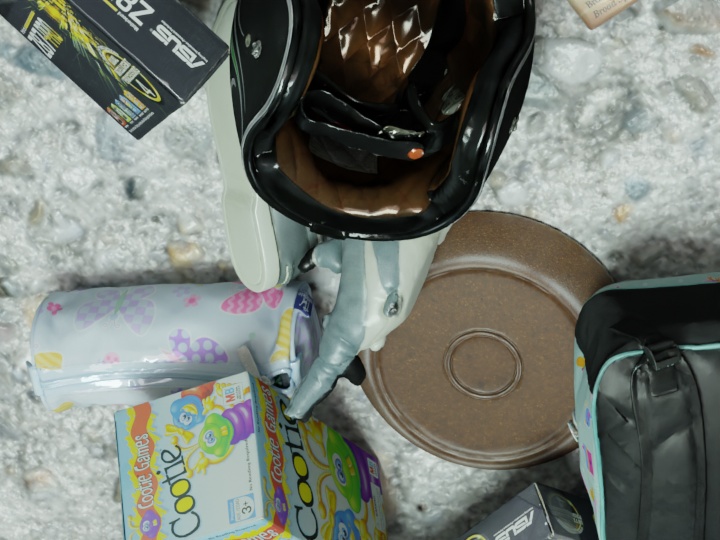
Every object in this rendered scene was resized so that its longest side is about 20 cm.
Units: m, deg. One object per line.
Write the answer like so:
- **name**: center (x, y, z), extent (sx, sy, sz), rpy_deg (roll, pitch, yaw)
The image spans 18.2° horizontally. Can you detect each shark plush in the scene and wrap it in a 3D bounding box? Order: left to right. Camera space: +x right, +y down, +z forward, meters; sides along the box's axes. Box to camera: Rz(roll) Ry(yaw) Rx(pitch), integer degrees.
- **shark plush**: center (0.000, 0.000, 1.453), extent (0.083, 0.091, 0.202), rpy_deg (23, 104, 12)

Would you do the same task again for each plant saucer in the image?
- **plant saucer**: center (0.085, 0.057, 1.511), extent (0.198, 0.035, 0.202), rpy_deg (5, 120, 8)

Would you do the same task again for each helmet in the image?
- **helmet**: center (0.013, -0.136, 1.330), extent (0.198, 0.192, 0.201), rpy_deg (7, 150, 4)

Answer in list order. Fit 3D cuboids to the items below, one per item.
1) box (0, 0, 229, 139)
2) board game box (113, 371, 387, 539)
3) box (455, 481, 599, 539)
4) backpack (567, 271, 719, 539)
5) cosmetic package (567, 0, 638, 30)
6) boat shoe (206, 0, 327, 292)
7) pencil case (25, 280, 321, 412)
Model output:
- **box**: center (-0.166, -0.158, 1.351), extent (0.161, 0.200, 0.049), rpy_deg (44, 79, -9)
- **board game box**: center (-0.068, 0.157, 1.499), extent (0.102, 0.106, 0.200), rpy_deg (-18, 153, 20)
- **box**: center (0.106, 0.230, 1.550), extent (0.161, 0.049, 0.200), rpy_deg (24, 127, -41)
- **backpack**: center (0.222, 0.102, 1.430), extent (0.174, 0.154, 0.202), rpy_deg (-7, 115, -1)
- **cosmetic package**: center (0.118, -0.255, 1.299), extent (0.103, 0.087, 0.200), rpy_deg (-33, 107, 26)
- **boat shoe**: center (-0.056, -0.087, 1.457), extent (0.061, 0.073, 0.202), rpy_deg (-16, 115, -29)
- **pencil case**: center (-0.123, 0.054, 1.520), extent (0.198, 0.091, 0.084), rpy_deg (-1, 133, 14)
